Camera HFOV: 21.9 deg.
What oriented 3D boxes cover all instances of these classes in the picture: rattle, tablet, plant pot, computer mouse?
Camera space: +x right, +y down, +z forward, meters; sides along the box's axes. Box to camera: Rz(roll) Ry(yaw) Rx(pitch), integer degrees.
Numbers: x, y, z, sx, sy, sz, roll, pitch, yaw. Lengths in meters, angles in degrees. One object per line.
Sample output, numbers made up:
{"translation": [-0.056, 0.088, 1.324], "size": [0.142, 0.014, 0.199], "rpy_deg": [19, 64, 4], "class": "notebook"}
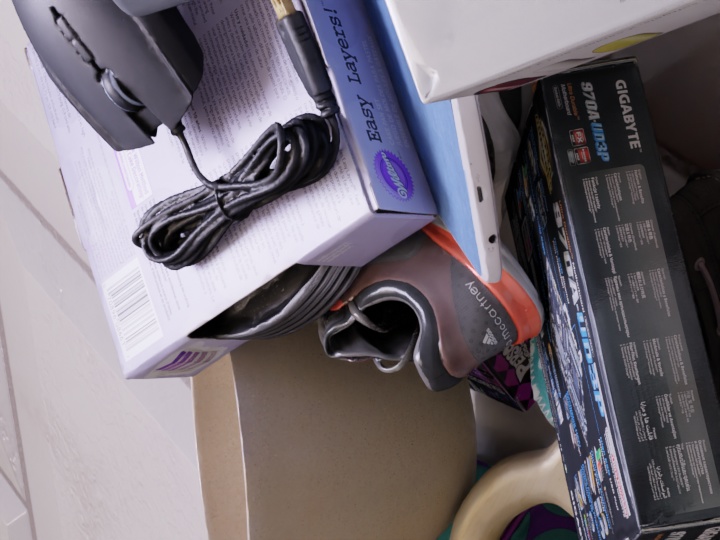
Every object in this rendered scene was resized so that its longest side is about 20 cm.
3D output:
{"translation": [0.094, 0.129, 0.917], "size": [0.130, 0.143, 0.201], "rpy_deg": [25, 115, 30], "class": "rattle"}
{"translation": [0.022, -0.091, 0.825], "size": [0.200, 0.014, 0.131], "rpy_deg": [-118, 14, -60], "class": "tablet"}
{"translation": [-0.013, 0.089, 1.007], "size": [0.200, 0.134, 0.201], "rpy_deg": [175, 90, -77], "class": "plant pot"}
{"translation": [-0.091, -0.106, 0.815], "size": [0.140, 0.046, 0.201], "rpy_deg": [-24, 88, 37], "class": "computer mouse"}

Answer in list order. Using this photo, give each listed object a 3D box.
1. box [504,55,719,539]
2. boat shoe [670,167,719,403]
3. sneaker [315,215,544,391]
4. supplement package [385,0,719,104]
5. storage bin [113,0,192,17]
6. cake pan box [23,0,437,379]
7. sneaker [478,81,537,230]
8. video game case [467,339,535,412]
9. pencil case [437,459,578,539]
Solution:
{"translation": [0.110, 0.029, 0.822], "size": [0.159, 0.046, 0.201], "rpy_deg": [93, 167, -73], "class": "box"}
{"translation": [0.154, 0.044, 0.872], "size": [0.067, 0.057, 0.201], "rpy_deg": [39, 141, 47], "class": "boat shoe"}
{"translation": [0.000, 0.000, 0.893], "size": [0.200, 0.082, 0.077], "rpy_deg": [27, 155, 54], "class": "sneaker"}
{"translation": [0.101, -0.165, 0.650], "size": [0.199, 0.111, 0.156], "rpy_deg": [-19, 91, 24], "class": "supplement package"}
{"translation": [-0.048, -0.195, 0.762], "size": [0.146, 0.134, 0.201], "rpy_deg": [49, -146, -41], "class": "storage bin"}
{"translation": [-0.067, -0.067, 0.882], "size": [0.184, 0.052, 0.201], "rpy_deg": [-35, 66, 38], "class": "cake pan box"}
{"translation": [0.066, -0.069, 0.964], "size": [0.074, 0.079, 0.200], "rpy_deg": [44, 166, 6], "class": "sneaker"}
{"translation": [0.005, -0.012, 1.071], "size": [0.181, 0.036, 0.200], "rpy_deg": [53, 164, -28], "class": "video game case"}
{"translation": [0.062, 0.149, 1.098], "size": [0.093, 0.085, 0.200], "rpy_deg": [51, 162, -24], "class": "pencil case"}
